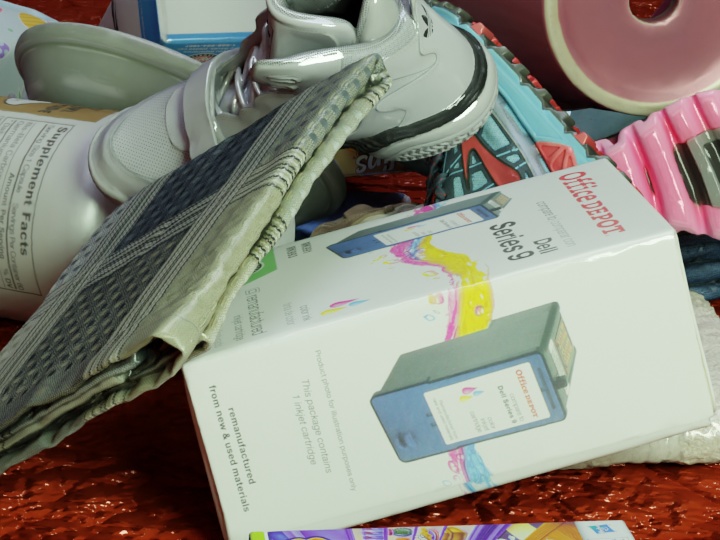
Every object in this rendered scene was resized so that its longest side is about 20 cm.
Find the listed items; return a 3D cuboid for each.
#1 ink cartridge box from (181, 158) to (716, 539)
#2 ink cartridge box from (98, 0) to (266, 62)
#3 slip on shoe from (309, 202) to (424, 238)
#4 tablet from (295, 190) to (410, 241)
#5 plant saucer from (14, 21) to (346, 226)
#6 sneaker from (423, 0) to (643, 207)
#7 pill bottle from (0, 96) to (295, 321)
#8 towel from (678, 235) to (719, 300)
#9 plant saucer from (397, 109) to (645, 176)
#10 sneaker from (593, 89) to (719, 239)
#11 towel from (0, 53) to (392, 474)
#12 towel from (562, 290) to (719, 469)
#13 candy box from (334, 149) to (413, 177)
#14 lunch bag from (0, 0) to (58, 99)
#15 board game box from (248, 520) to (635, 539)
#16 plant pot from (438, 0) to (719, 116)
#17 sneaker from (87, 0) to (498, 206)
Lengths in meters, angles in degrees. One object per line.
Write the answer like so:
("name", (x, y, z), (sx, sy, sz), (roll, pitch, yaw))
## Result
("ink cartridge box", (0.030, 0.030, 0.952), (0.200, 0.088, 0.145), (-14, 16, -1))
("ink cartridge box", (-0.089, -0.156, 1.550), (0.144, 0.084, 0.200), (-3, -14, -19))
("slip on shoe", (0.000, 0.000, 1.158), (0.061, 0.076, 0.200), (10, 14, 14))
("tablet", (-0.047, -0.020, 1.350), (0.130, 0.014, 0.200), (3, 16, 8))
("plant saucer", (-0.107, -0.063, 1.277), (0.200, 0.050, 0.200), (22, -17, 7))
("sneaker", (0.055, -0.048, 1.090), (0.096, 0.079, 0.200), (-40, 56, 0))
("pill bottle", (-0.140, -0.026, 1.178), (0.200, 0.114, 0.114), (9, 18, 28))
("towel", (0.130, -0.023, 1.300), (0.112, 0.049, 0.200), (-8, 17, -26))
("plant saucer", (0.076, -0.075, 1.293), (0.201, 0.039, 0.201), (8, 19, -3))
("sneaker", (0.148, -0.044, 1.165), (0.200, 0.079, 0.095), (-12, 3, 11))
("towel", (-0.083, 0.007, 0.951), (0.193, 0.035, 0.200), (-27, 20, 43))
("towel", (0.117, 0.046, 1.078), (0.132, 0.035, 0.200), (-2, 16, -7))
("candy box", (-0.042, -0.086, 1.445), (0.115, 0.055, 0.200), (-4, 5, -19))
("lunch bag", (-0.321, -0.118, 1.497), (0.200, 0.127, 0.170), (18, 24, 23))
("board game box", (0.038, 0.137, 0.723), (0.134, 0.045, 0.200), (-1, 16, -7))
("plant pot", (0.126, -0.166, 1.209), (0.200, 0.200, 0.179), (-4, 21, -16))
("sneaker", (-0.047, -0.088, 1.044), (0.200, 0.075, 0.115), (-13, -29, 17))
